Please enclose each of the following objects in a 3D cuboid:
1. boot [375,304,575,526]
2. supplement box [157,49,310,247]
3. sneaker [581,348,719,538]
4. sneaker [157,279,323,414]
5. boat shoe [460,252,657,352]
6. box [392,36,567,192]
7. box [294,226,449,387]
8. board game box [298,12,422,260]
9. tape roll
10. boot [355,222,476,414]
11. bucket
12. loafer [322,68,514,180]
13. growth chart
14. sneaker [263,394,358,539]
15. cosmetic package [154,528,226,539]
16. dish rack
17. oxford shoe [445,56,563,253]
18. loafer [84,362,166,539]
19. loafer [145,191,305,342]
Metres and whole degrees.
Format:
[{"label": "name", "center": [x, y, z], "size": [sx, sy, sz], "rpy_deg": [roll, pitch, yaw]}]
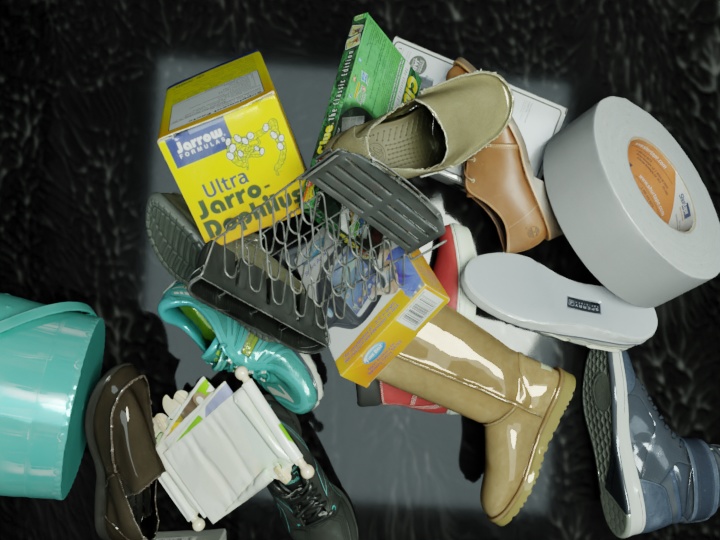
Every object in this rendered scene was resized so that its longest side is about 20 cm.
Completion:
[{"label": "boot", "center": [0.091, 0.133, 0.754], "size": [0.197, 0.066, 0.178], "rpy_deg": [25, 88, -3]}, {"label": "supplement box", "center": [-0.119, -0.123, 0.726], "size": [0.107, 0.201, 0.111], "rpy_deg": [-22, 118, 0]}, {"label": "sneaker", "center": [0.319, 0.166, 0.802], "size": [0.143, 0.077, 0.206], "rpy_deg": [-4, 81, -9]}, {"label": "sneaker", "center": [-0.127, 0.084, 0.786], "size": [0.199, 0.080, 0.078], "rpy_deg": [38, 125, 6]}, {"label": "boat shoe", "center": [0.191, 0.040, 0.763], "size": [0.196, 0.070, 0.072], "rpy_deg": [12, 61, -3]}, {"label": "box", "center": [0.105, -0.151, 0.810], "size": [0.197, 0.060, 0.118], "rpy_deg": [21, 89, 0]}, {"label": "box", "center": [0.000, 0.000, 0.746], "size": [0.041, 0.201, 0.119], "rpy_deg": [27, 113, -39]}, {"label": "board game box", "center": [0.005, -0.124, 0.704], "size": [0.023, 0.104, 0.203], "rpy_deg": [-3, 63, 39]}, {"label": "tape roll", "center": [0.271, -0.069, 0.747], "size": [0.198, 0.066, 0.203], "rpy_deg": [21, 53, -31]}, {"label": "boot", "center": [0.048, 0.048, 0.803], "size": [0.141, 0.072, 0.204], "rpy_deg": [5, 92, 1]}, {"label": "bucket", "center": [-0.333, 0.120, 0.733], "size": [0.132, 0.207, 0.211], "rpy_deg": [11, 89, -12]}, {"label": "loafer", "center": [0.063, -0.117, 0.652], "size": [0.198, 0.067, 0.077], "rpy_deg": [-30, 104, -22]}, {"label": "growth chart", "center": [-0.150, 0.181, 0.770], "size": [0.199, 0.018, 0.146], "rpy_deg": [-35, 83, 31]}, {"label": "sneaker", "center": [-0.068, 0.229, 0.793], "size": [0.075, 0.079, 0.202], "rpy_deg": [-32, 91, -1]}, {"label": "cosmetic package", "center": [-0.188, 0.385, 0.786], "size": [0.105, 0.090, 0.204], "rpy_deg": [-3, 92, -1]}, {"label": "dish rack", "center": [-0.031, -0.013, 0.637], "size": [0.199, 0.152, 0.055], "rpy_deg": [-31, 45, 32]}, {"label": "oxford shoe", "center": [0.126, -0.111, 0.746], "size": [0.070, 0.071, 0.203], "rpy_deg": [-26, 90, 3]}, {"label": "loafer", "center": [-0.229, 0.190, 0.774], "size": [0.070, 0.073, 0.204], "rpy_deg": [11, 112, 21]}, {"label": "loafer", "center": [-0.136, -0.010, 0.769], "size": [0.199, 0.070, 0.076], "rpy_deg": [42, 133, 8]}]
